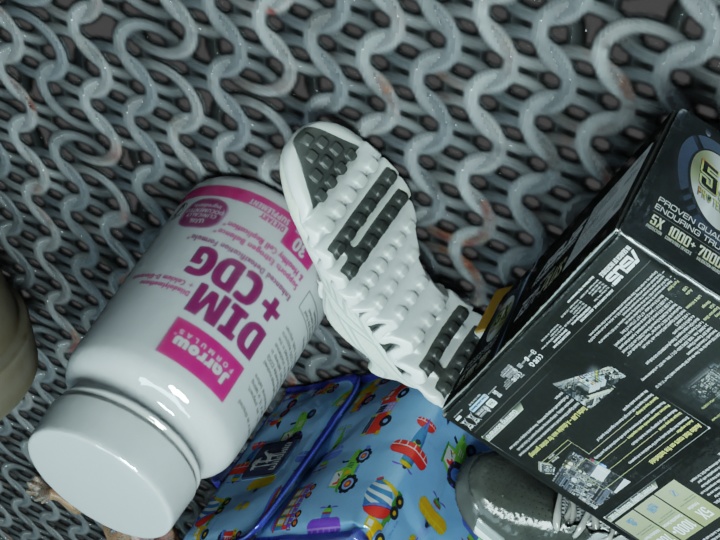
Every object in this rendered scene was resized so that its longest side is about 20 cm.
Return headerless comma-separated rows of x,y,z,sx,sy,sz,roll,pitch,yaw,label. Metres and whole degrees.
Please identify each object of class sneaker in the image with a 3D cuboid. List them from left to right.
0.000,0.000,0.960,0.081,0.075,0.200,10,140,47,sneaker
0.164,0.141,0.996,0.200,0.075,0.115,23,144,-18,sneaker

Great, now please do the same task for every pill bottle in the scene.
-0.102,0.050,0.981,0.113,0.200,0.114,21,145,16,pill bottle

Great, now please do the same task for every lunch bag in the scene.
-0.019,0.139,1.072,0.200,0.151,0.094,-6,131,42,lunch bag

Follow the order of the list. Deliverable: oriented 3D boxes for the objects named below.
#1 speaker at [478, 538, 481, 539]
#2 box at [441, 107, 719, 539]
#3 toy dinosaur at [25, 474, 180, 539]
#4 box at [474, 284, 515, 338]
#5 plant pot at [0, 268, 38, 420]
0.082,0.193,1.121,0.200,0.089,0.089,5,138,34,speaker
0.158,0.043,0.801,0.164,0.086,0.200,33,145,-1,box
-0.173,0.200,1.305,0.135,0.086,0.200,0,123,55,toy dinosaur
0.156,0.048,0.918,0.119,0.042,0.200,47,141,-21,box
-0.334,0.005,1.145,0.199,0.200,0.174,14,127,24,plant pot
